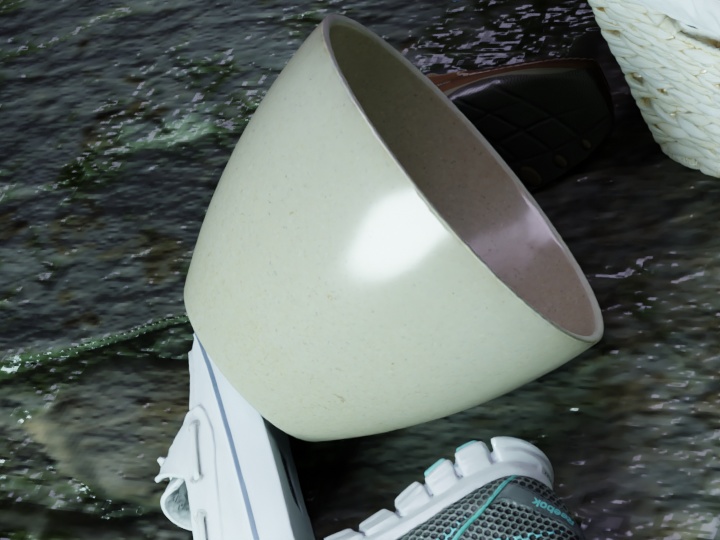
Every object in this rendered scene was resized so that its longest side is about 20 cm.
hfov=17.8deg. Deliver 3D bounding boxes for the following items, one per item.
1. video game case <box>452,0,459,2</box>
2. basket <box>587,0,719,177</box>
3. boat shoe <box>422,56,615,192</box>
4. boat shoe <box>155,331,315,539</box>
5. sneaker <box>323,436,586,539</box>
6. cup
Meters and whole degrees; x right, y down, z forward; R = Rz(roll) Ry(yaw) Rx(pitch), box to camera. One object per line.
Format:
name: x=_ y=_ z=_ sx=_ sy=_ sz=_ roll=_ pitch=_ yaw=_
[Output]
video game case: x=0.140 y=-0.203 z=1.103 sx=0.199 sy=0.019 sz=0.143 roll=-13 pitch=41 yaw=23
basket: x=0.239 y=-0.139 z=1.109 sx=0.200 sy=0.161 sz=0.198 roll=-41 pitch=40 yaw=-15
boat shoe: x=0.036 y=-0.077 z=1.238 sx=0.199 sy=0.076 sz=0.074 roll=-17 pitch=37 yaw=14
boat shoe: x=-0.068 y=0.098 z=1.113 sx=0.065 sy=0.074 sz=0.200 roll=-23 pitch=37 yaw=4
sneaker: x=0.016 y=0.156 z=1.001 sx=0.200 sy=0.078 sz=0.091 roll=-36 pitch=43 yaw=-5
cup: x=0.000 y=0.000 z=1.106 sx=0.143 sy=0.200 sz=0.201 roll=-41 pitch=36 yaw=15
